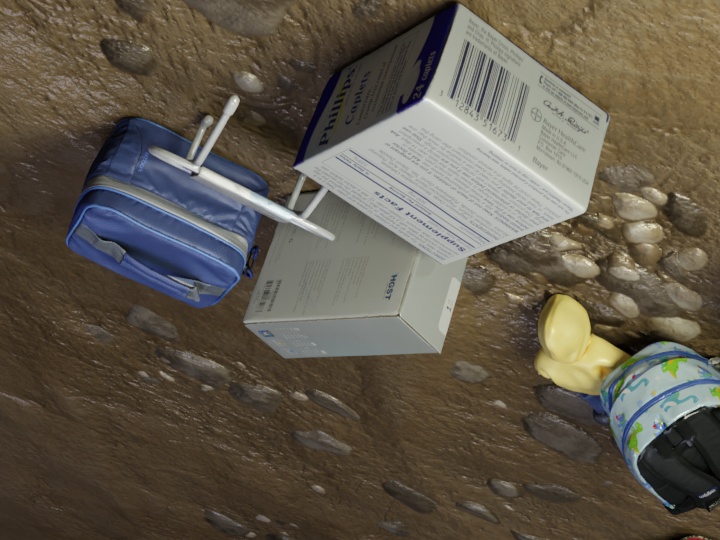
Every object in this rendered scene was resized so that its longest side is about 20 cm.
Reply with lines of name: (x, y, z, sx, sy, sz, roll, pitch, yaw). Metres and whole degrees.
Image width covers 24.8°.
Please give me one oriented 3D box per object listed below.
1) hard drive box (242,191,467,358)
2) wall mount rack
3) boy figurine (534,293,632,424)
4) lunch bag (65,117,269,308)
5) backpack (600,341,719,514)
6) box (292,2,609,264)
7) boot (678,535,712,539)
hard drive box: (0.000, 0.000, 1.615, 0.198, 0.157, 0.077, -4, 147, 39)
wall mount rack: (-0.094, -0.099, 1.537, 0.198, 0.075, 0.174, 25, 176, -13)
boy figurine: (0.237, 0.098, 1.750, 0.123, 0.065, 0.200, -3, 146, 38)
lunch bag: (-0.194, -0.045, 1.682, 0.198, 0.133, 0.136, 25, 153, -12)
backpack: (0.335, 0.162, 1.702, 0.163, 0.155, 0.199, -35, 157, 19)
box: (0.077, -0.111, 1.407, 0.183, 0.106, 0.199, 32, 150, -25)
boot: (0.470, 0.426, 2.220, 0.202, 0.074, 0.154, 23, 151, -12)
